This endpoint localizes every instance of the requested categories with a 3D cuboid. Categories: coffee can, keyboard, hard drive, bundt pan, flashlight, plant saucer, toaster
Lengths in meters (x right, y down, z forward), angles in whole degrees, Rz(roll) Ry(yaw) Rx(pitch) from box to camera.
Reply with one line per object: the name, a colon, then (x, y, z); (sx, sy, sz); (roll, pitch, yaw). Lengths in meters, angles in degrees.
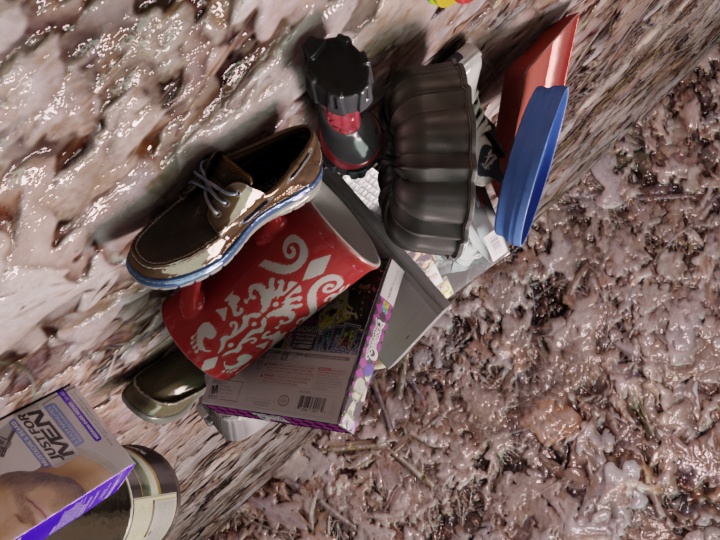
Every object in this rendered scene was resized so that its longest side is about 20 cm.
coffee can: (-0.319, 0.290, 1.072); (0.146, 0.147, 0.200); (-42, 169, -5)
keyboard: (0.033, -0.080, 1.088); (0.056, 0.011, 0.199); (-47, 143, 9)
hard drive: (0.000, 0.000, 0.970); (0.026, 0.200, 0.132); (-32, 167, -42)
bundt pan: (0.059, -0.112, 0.884); (0.075, 0.205, 0.202); (-1, 160, -6)
flashlight: (-0.010, -0.138, 0.768); (0.067, 0.069, 0.200); (-8, 171, -1)
plant saucer: (0.227, -0.222, 1.165); (0.200, 0.036, 0.201); (-47, 151, -42)
toaster: (-0.146, 0.149, 1.244); (0.199, 0.114, 0.129); (-36, 165, -14)

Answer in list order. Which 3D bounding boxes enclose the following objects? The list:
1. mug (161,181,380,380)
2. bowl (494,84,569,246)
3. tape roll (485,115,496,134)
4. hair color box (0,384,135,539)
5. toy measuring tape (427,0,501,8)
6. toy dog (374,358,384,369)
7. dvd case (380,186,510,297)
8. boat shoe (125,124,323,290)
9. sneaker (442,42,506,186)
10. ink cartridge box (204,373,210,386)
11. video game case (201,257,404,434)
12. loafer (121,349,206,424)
mug: (-0.109, -0.006, 0.871); (0.200, 0.177, 0.134); (-41, -149, 13)
bowl: (0.210, -0.131, 1.075); (0.200, 0.039, 0.203); (18, 90, -77)
tape roll: (0.112, -0.136, 1.216); (0.200, 0.066, 0.200); (-41, 169, -10)
hair color box: (-0.327, 0.202, 0.824); (0.199, 0.109, 0.065); (-30, 163, -50)
toy measuring tape: (0.079, -0.242, 0.717); (0.074, 0.074, 0.200); (-44, 168, 9)
toy dog: (-0.013, 0.039, 1.210); (0.197, 0.140, 0.196); (4, 121, -21)
dvd case: (0.092, -0.028, 1.119); (0.199, 0.147, 0.022); (-34, -151, -12)
boat shoe: (-0.114, -0.063, 0.725); (0.200, 0.072, 0.073); (-40, 157, -29)
sneaker: (0.130, -0.164, 1.012); (0.079, 0.130, 0.200); (-38, 168, -28)
ink cartridge box: (-0.070, 0.112, 1.063); (0.159, 0.048, 0.199); (-23, 171, 25)
video game case: (-0.064, 0.072, 0.924); (0.036, 0.198, 0.183); (40, 59, -44)
loafer: (-0.210, 0.118, 1.051); (0.070, 0.075, 0.200); (-62, 166, 26)
